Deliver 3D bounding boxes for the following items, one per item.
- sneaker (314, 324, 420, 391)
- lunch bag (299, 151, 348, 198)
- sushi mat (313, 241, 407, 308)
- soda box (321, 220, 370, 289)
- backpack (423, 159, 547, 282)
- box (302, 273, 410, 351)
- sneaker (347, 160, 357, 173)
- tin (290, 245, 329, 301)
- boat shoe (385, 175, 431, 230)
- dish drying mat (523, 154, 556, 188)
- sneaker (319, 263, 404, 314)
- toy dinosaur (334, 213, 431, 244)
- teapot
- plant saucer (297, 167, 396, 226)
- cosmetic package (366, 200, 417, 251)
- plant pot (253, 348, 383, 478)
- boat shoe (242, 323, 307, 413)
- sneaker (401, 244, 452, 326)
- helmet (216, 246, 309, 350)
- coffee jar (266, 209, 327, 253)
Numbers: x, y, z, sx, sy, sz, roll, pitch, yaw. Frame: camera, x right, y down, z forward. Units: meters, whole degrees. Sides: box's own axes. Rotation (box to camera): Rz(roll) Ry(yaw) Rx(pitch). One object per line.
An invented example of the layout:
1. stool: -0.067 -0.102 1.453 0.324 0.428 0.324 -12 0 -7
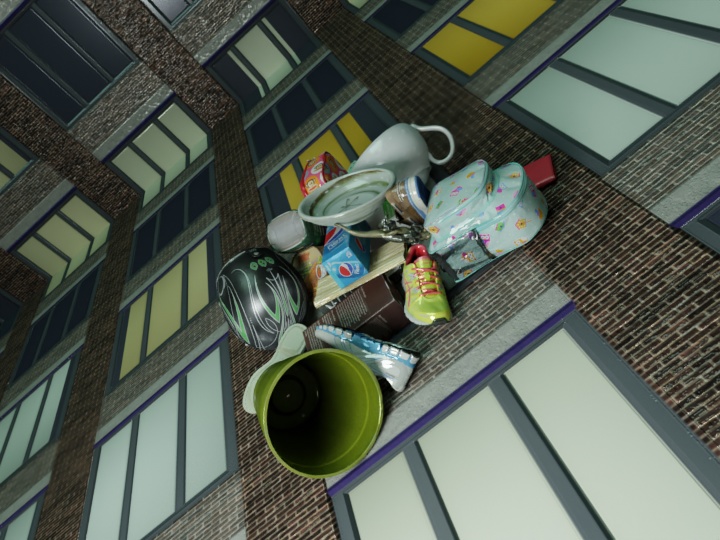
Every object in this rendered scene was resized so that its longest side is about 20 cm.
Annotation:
1. sneaker: -0.001 0.150 1.119 0.200 0.075 0.087 18 93 30
2. lunch bag: -0.048 -0.173 1.502 0.082 0.200 0.176 -29 30 23
3. sushi mat: 0.000 0.000 1.237 0.200 0.012 0.096 -28 25 16
4. soda box: -0.025 -0.051 1.260 0.064 0.068 0.200 -31 24 17
5. backpack: 0.215 -0.101 1.140 0.200 0.153 0.176 -22 29 29
6. box: -0.008 0.104 1.233 0.200 0.075 0.100 -39 35 12
7. sneaker: -0.041 -0.217 1.670 0.200 0.074 0.118 -10 50 31
8. tin: -0.100 0.008 1.418 0.042 0.112 0.200 -13 -2 -27
9. boat shoe: 0.100 -0.120 1.235 0.072 0.200 0.072 -10 67 17
10. dish drying mat: 0.279 -0.153 1.256 0.200 0.018 0.077 -25 36 29
11. sneaker: 0.004 0.025 1.315 0.200 0.078 0.090 -33 24 6
12. toy dinosaur: 0.060 -0.070 1.176 0.088 0.200 0.048 170 103 -72
13. teapot: 0.090 -0.219 1.452 0.197 0.146 0.200 -38 -11 -33
14. plant saucer: -0.020 -0.131 1.259 0.200 0.050 0.200 -18 27 10
15. cosmetic package: 0.037 -0.080 1.398 0.200 0.085 0.108 -33 35 18
16. plant pot: -0.095 0.223 1.102 0.201 0.200 0.193 -55 20 -16
17. boat shoe: -0.160 0.204 1.319 0.072 0.061 0.201 29 75 23
18. sneaker: 0.110 0.022 1.152 0.078 0.090 0.200 -6 32 -9
19. helmet: -0.200 0.068 1.391 0.200 0.200 0.191 -40 66 9
20. coffee jar: -0.117 -0.084 1.495 0.104 0.200 0.085 -24 79 26
